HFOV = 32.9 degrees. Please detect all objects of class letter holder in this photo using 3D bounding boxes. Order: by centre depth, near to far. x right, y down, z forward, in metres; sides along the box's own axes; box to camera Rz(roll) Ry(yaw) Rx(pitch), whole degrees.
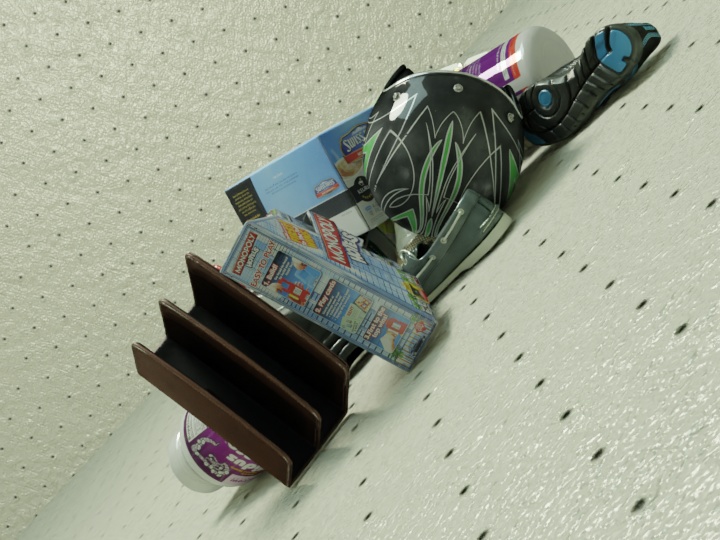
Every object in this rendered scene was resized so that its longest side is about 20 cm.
[{"bbox_3d":[-0.117,0.094,1.180,0.101,0.199,0.142,-50,-14,-23],"label":"letter holder"}]

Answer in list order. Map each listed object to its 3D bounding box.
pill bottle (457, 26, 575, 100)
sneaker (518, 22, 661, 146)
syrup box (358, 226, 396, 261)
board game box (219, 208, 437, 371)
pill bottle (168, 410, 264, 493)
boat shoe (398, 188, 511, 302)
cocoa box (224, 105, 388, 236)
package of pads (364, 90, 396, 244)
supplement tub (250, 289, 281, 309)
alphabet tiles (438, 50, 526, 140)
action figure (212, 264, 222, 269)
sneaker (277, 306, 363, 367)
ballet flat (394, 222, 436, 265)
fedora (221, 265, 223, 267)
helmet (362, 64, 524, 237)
[{"bbox_3d":[0.169,-0.211,1.511,0.199,0.113,0.113,-26,19,41],"label":"pill bottle"},{"bbox_3d":[0.253,-0.204,1.354,0.082,0.074,0.200,-24,-8,-41],"label":"sneaker"},{"bbox_3d":[0.000,0.000,1.616,0.081,0.079,0.200,-45,8,13],"label":"syrup box"},{"bbox_3d":[-0.040,-0.005,1.207,0.062,0.199,0.200,-60,20,17],"label":"board game box"},{"bbox_3d":[-0.130,0.171,1.344,0.200,0.112,0.112,-41,9,42],"label":"pill bottle"},{"bbox_3d":[0.075,-0.012,1.312,0.200,0.062,0.073,-43,8,31],"label":"boat shoe"},{"bbox_3d":[-0.047,-0.100,1.545,0.199,0.132,0.133,-24,7,44],"label":"cocoa box"},{"bbox_3d":[0.040,-0.140,1.757,0.068,0.201,0.155,7,36,23],"label":"package of pads"},{"bbox_3d":[-0.092,0.063,1.616,0.132,0.132,0.200,-46,8,10],"label":"supplement tub"},{"bbox_3d":[0.138,-0.200,1.630,0.194,0.015,0.201,-15,56,30],"label":"alphabet tiles"},{"bbox_3d":[-0.114,0.002,1.509,0.199,0.052,0.065,-5,25,35],"label":"action figure"},{"bbox_3d":[-0.073,0.097,1.382,0.199,0.100,0.071,-35,-14,1],"label":"sneaker"},{"bbox_3d":[0.086,-0.066,1.484,0.200,0.075,0.068,-51,9,-26],"label":"ballet flat"},{"bbox_3d":[-0.111,0.040,1.785,0.177,0.091,0.199,-38,-32,24],"label":"fedora"},{"bbox_3d":[0.092,-0.135,1.359,0.200,0.200,0.191,-44,14,20],"label":"helmet"}]
